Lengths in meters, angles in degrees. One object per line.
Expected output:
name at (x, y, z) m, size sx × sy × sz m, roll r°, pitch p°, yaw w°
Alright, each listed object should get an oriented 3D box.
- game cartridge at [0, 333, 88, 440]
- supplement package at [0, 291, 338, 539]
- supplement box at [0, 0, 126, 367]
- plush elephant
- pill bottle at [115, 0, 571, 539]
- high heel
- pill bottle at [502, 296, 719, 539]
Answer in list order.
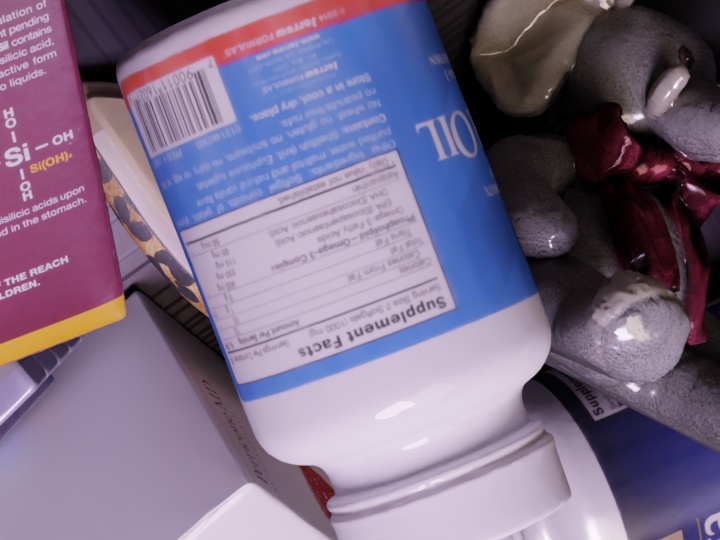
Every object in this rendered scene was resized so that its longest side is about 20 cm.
game cartridge at (-0.181, 0.089, 0.978) m, size 0.200 × 0.038 × 0.130 m, roll -44°, pitch 179°, yaw 11°
supplement package at (-0.058, 0.124, 1.078) m, size 0.120 × 0.121 × 0.200 m, roll -40°, pitch 138°, yaw 7°
supplement box at (-0.146, -0.073, 0.853) m, size 0.086 × 0.110 × 0.200 m, roll -21°, pitch 136°, yaw -15°
plush elephant at (0.108, -0.034, 1.024) m, size 0.165 × 0.200 × 0.155 m, roll 31°, pitch 85°, yaw -44°
pill bottle at (0.000, 0.000, 0.912) m, size 0.112 × 0.112 × 0.200 m, roll -22°, pitch 92°, yaw -14°
high heel at (-0.057, 0.001, 1.027) m, size 0.200 × 0.143 × 0.071 m, roll 37°, pitch 66°, yaw -17°
pill bottle at (0.123, 0.088, 1.165) m, size 0.200 × 0.111 × 0.111 m, roll -22°, pitch 136°, yaw -13°
